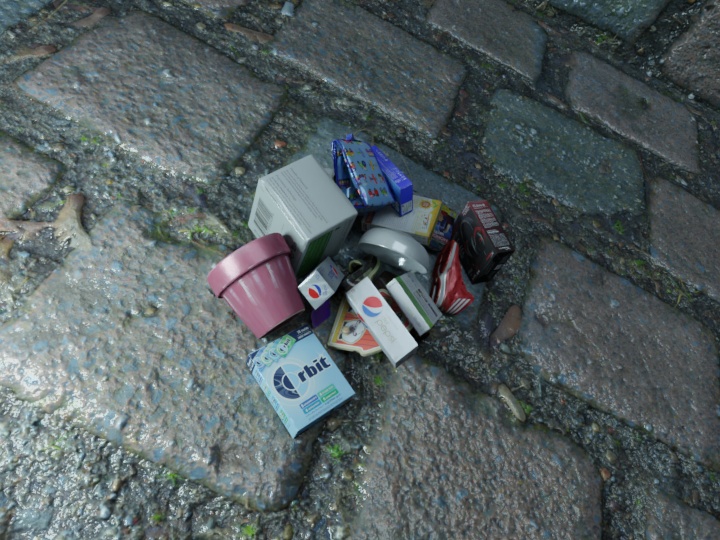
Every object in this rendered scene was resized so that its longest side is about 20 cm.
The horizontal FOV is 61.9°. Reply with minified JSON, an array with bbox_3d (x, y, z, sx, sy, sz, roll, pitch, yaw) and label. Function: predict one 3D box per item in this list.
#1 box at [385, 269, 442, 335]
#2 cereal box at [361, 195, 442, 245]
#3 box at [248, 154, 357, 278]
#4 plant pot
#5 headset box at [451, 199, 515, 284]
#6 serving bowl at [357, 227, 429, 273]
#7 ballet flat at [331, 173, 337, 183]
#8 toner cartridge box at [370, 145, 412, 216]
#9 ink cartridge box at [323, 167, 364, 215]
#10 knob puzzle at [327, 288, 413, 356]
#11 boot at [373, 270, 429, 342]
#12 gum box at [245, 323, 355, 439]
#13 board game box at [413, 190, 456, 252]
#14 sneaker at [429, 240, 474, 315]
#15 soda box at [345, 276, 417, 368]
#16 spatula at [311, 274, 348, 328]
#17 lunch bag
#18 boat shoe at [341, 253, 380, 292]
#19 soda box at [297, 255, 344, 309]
[{"bbox_3d":[0.136,0.076,1.489,0.146,0.036,0.200,55,15,5],"label":"box"},{"bbox_3d":[0.114,-0.151,1.654,0.195,0.040,0.146,14,53,16],"label":"cereal box"},{"bbox_3d":[-0.147,-0.127,1.475,0.170,0.200,0.201,-32,75,-32],"label":"box"},{"bbox_3d":[-0.221,0.044,1.360,0.198,0.200,0.182,-28,84,-36],"label":"plant pot"},{"bbox_3d":[0.336,-0.090,1.717,0.073,0.150,0.204,-8,59,-27],"label":"headset box"},{"bbox_3d":[0.093,-0.061,1.553,0.195,0.200,0.067,23,82,-6],"label":"serving bowl"},{"bbox_3d":[-0.042,-0.268,1.621,0.068,0.070,0.203,23,49,-5],"label":"ballet flat"},{"bbox_3d":[0.074,-0.249,1.651,0.042,0.097,0.201,-23,49,-18],"label":"toner cartridge box"},{"bbox_3d":[-0.064,-0.218,1.663,0.195,0.068,0.118,0,56,-25],"label":"ink cartridge box"},{"bbox_3d":[0.031,0.116,1.447,0.213,0.031,0.223,-7,45,7],"label":"knob puzzle"},{"bbox_3d":[0.064,0.098,1.518,0.182,0.065,0.203,-7,58,-34],"label":"boot"},{"bbox_3d":[-0.133,0.240,1.336,0.167,0.045,0.201,-24,67,-35],"label":"gum box"},{"bbox_3d":[0.164,-0.128,1.728,0.196,0.062,0.203,25,50,-5],"label":"board game box"},{"bbox_3d":[0.259,0.027,1.643,0.113,0.078,0.205,25,71,-17],"label":"sneaker"},{"bbox_3d":[0.048,0.118,1.376,0.067,0.064,0.202,-34,71,-9],"label":"soda box"},{"bbox_3d":[-0.067,0.065,1.500,0.020,0.058,0.201,9,37,24],"label":"spatula"},{"bbox_3d":[-0.003,-0.257,1.559,0.149,0.092,0.206,-13,89,-54],"label":"lunch bag"},{"bbox_3d":[-0.001,0.001,1.520,0.066,0.071,0.202,50,29,-14],"label":"boat shoe"},{"bbox_3d":[-0.090,0.025,1.423,0.069,0.063,0.200,49,10,-6],"label":"soda box"}]
